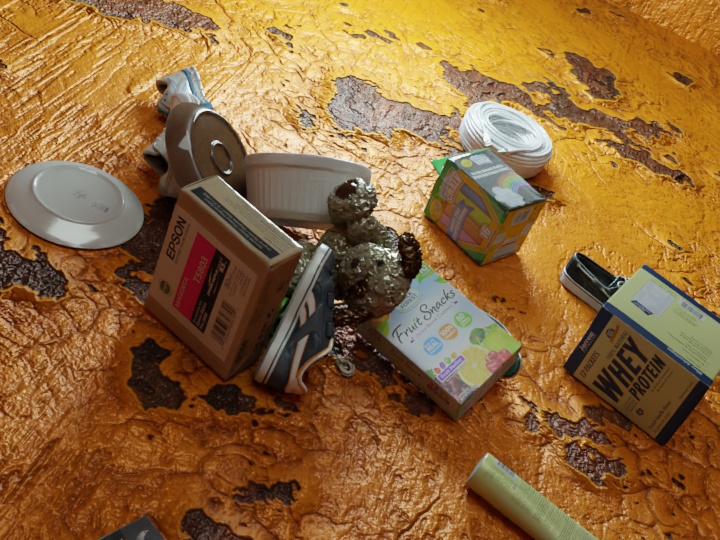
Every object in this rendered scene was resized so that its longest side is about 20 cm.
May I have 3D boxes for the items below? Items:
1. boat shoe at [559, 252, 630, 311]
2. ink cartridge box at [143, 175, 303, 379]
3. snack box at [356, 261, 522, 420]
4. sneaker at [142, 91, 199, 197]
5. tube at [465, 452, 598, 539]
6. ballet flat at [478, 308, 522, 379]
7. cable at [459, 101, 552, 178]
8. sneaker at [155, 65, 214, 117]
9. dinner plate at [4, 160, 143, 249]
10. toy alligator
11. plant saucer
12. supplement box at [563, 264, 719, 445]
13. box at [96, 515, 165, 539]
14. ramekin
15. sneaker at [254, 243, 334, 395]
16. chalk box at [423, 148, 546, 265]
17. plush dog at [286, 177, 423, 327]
[{"bbox_3d":[0.447,0.039,1.776,0.199,0.069,0.073,39,37,18],"label":"boat shoe"},{"bbox_3d":[-0.180,0.010,1.306,0.164,0.202,0.075,37,36,19],"label":"ink cartridge box"},{"bbox_3d":[0.112,0.098,1.467,0.200,0.053,0.142,41,59,21],"label":"snack box"},{"bbox_3d":[-0.293,-0.201,1.594,0.098,0.078,0.203,-1,57,-18],"label":"sneaker"},{"bbox_3d":[0.227,0.317,1.305,0.199,0.052,0.058,37,78,9],"label":"tube"},{"bbox_3d":[0.170,0.090,1.546,0.199,0.070,0.069,40,37,20],"label":"ballet flat"},{"bbox_3d":[0.298,-0.266,2.078,0.197,0.070,0.201,7,38,-26],"label":"cable"},{"bbox_3d":[-0.296,-0.265,1.718,0.085,0.076,0.201,-14,48,-19],"label":"sneaker"},{"bbox_3d":[-0.409,-0.103,1.467,0.197,0.024,0.202,17,37,-13],"label":"dinner plate"},{"bbox_3d":[-0.085,0.076,1.408,0.198,0.055,0.059,29,35,5],"label":"toy alligator"},{"bbox_3d":[-0.221,-0.166,1.548,0.200,0.034,0.203,46,34,-44],"label":"plant saucer"},{"bbox_3d":[0.466,0.128,1.615,0.199,0.135,0.199,38,37,17],"label":"supplement box"},{"bbox_3d":[-0.217,0.352,0.976,0.157,0.049,0.200,-19,55,-45],"label":"box"},{"bbox_3d":[-0.084,-0.117,1.555,0.199,0.096,0.202,5,-2,0],"label":"ramekin"},{"bbox_3d":[-0.066,0.069,1.350,0.078,0.202,0.078,25,-10,-5],"label":"sneaker"},{"bbox_3d":[0.202,-0.127,1.793,0.123,0.125,0.200,-17,51,-43],"label":"chalk box"},{"bbox_3d":[0.000,0.000,1.447,0.172,0.200,0.160,45,2,40],"label":"plush dog"}]
